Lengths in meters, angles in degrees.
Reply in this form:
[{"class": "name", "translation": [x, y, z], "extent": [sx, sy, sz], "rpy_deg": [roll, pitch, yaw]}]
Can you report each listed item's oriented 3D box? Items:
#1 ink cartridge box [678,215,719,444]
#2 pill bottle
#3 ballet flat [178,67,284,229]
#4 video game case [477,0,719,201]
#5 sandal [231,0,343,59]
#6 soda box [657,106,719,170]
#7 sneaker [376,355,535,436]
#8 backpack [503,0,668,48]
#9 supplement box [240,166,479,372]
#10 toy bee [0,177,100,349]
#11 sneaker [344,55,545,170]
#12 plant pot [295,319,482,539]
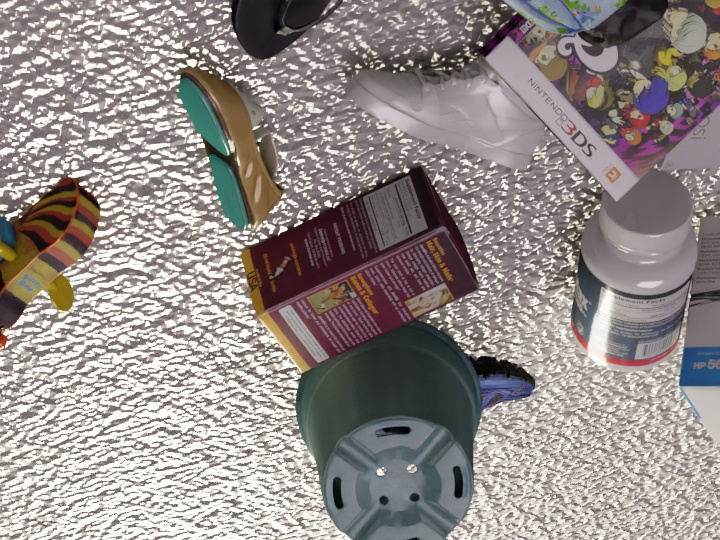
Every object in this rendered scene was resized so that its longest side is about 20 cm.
[{"class": "ink cartridge box", "translation": [0.399, 0.061, 1.764], "extent": [0.084, 0.202, 0.146], "rpy_deg": [-1, 152, 29]}, {"class": "pill bottle", "translation": [0.278, -0.003, 1.716], "extent": [0.118, 0.120, 0.201], "rpy_deg": [-11, 140, -9]}, {"class": "ballet flat", "translation": [-0.110, -0.118, 1.484], "extent": [0.063, 0.069, 0.201], "rpy_deg": [-40, 148, -19]}, {"class": "video game case", "translation": [0.231, -0.191, 1.452], "extent": [0.200, 0.036, 0.181], "rpy_deg": [-43, 109, 8]}, {"class": "sandal", "translation": [-0.032, -0.243, 1.371], "extent": [0.076, 0.043, 0.200], "rpy_deg": [24, 125, -40]}, {"class": "soda box", "translation": [0.325, -0.186, 1.566], "extent": [0.067, 0.064, 0.201], "rpy_deg": [-4, 138, -18]}, {"class": "sneaker", "translation": [0.093, 0.146, 1.832], "extent": [0.198, 0.075, 0.079], "rpy_deg": [-13, 106, 4]}, {"class": "backpack", "translation": [0.132, -0.275, 1.308], "extent": [0.153, 0.164, 0.200], "rpy_deg": [-29, 122, 22]}, {"class": "supplement box", "translation": [0.000, 0.000, 1.632], "extent": [0.198, 0.086, 0.111], "rpy_deg": [-25, 140, 8]}, {"class": "toy bee", "translation": [-0.308, 0.013, 1.507], "extent": [0.130, 0.109, 0.200], "rpy_deg": [17, 129, -38]}, {"class": "sneaker", "translation": [0.090, -0.170, 1.496], "extent": [0.198, 0.074, 0.116], "rpy_deg": [14, 117, -30]}, {"class": "plant pot", "translation": [0.033, 0.175, 1.701], "extent": [0.198, 0.196, 0.202], "rpy_deg": [-1, 110, -2]}]
